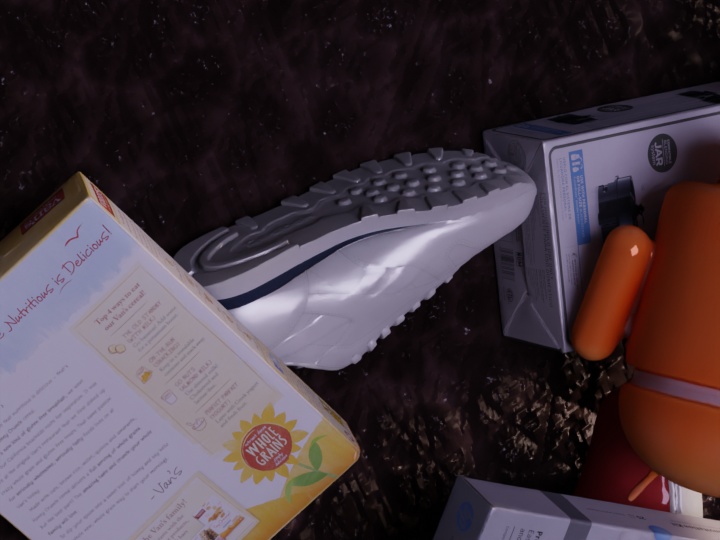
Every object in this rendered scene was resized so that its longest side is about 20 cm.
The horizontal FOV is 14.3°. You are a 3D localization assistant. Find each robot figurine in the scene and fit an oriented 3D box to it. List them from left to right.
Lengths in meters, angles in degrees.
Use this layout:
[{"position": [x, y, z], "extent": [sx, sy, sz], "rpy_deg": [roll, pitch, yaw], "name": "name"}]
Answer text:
[{"position": [0.194, 0.029, 1.457], "extent": [0.144, 0.117, 0.201], "rpy_deg": [13, 91, -34], "name": "robot figurine"}]

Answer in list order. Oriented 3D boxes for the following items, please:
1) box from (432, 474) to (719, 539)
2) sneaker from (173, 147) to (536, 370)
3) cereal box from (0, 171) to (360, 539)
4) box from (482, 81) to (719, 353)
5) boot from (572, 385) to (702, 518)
[{"position": [0.112, 0.194, 1.467], "extent": [0.200, 0.041, 0.156], "rpy_deg": [12, 107, -32], "name": "box"}, {"position": [0.000, 0.000, 1.441], "extent": [0.200, 0.076, 0.081], "rpy_deg": [-21, 114, -18], "name": "sneaker"}, {"position": [-0.116, 0.068, 1.368], "extent": [0.144, 0.040, 0.200], "rpy_deg": [-41, 116, 7], "name": "cereal box"}, {"position": [0.169, -0.035, 1.533], "extent": [0.199, 0.060, 0.117], "rpy_deg": [-11, 102, -29], "name": "box"}, {"position": [0.100, 0.159, 1.514], "extent": [0.144, 0.072, 0.201], "rpy_deg": [2, 99, -28], "name": "boot"}]
